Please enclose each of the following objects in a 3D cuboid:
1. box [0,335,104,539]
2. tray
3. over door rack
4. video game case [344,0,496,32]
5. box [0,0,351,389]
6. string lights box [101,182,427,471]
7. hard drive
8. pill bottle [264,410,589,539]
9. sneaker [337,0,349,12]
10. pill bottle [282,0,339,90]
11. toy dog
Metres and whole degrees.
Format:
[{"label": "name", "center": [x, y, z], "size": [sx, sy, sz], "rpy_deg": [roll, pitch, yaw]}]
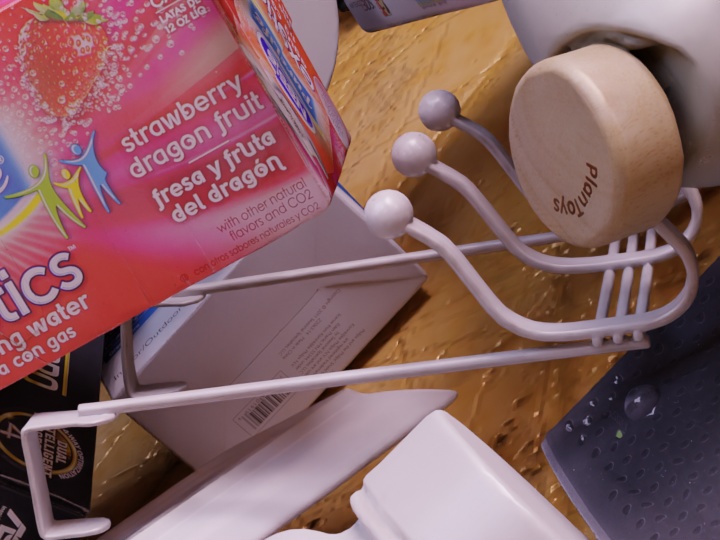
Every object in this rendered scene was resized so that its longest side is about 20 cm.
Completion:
[{"label": "box", "center": [-0.146, 0.097, 0.981], "size": [0.200, 0.049, 0.161], "rpy_deg": [-59, 19, 27]}, {"label": "tray", "center": [-0.065, 0.086, 0.851], "size": [0.107, 0.022, 0.200], "rpy_deg": [-28, 4, 46]}, {"label": "over door rack", "center": [0.000, 0.000, 0.863], "size": [0.200, 0.067, 0.148], "rpy_deg": [-19, 11, 12]}, {"label": "video game case", "center": [0.097, -0.139, 0.938], "size": [0.200, 0.023, 0.182], "rpy_deg": [-33, 8, -9]}, {"label": "box", "center": [-0.111, -0.021, 0.854], "size": [0.200, 0.096, 0.100], "rpy_deg": [-28, 11, 9]}, {"label": "string lights box", "center": [-0.058, -0.010, 1.065], "size": [0.103, 0.059, 0.200], "rpy_deg": [-47, 27, 2]}, {"label": "hard drive", "center": [0.131, 0.046, 0.736], "size": [0.135, 0.042, 0.200], "rpy_deg": [-46, 26, 1]}, {"label": "pill bottle", "center": [-0.015, 0.139, 0.745], "size": [0.200, 0.114, 0.114], "rpy_deg": [-46, 27, 1]}, {"label": "sneaker", "center": [0.016, -0.159, 1.143], "size": [0.199, 0.076, 0.114], "rpy_deg": [-12, 45, 53]}, {"label": "pill bottle", "center": [-0.101, -0.078, 1.024], "size": [0.200, 0.114, 0.114], "rpy_deg": [-2, 51, 56]}, {"label": "toy dog", "center": [0.062, -0.096, 0.770], "size": [0.132, 0.200, 0.096], "rpy_deg": [-36, -21, -41]}]
